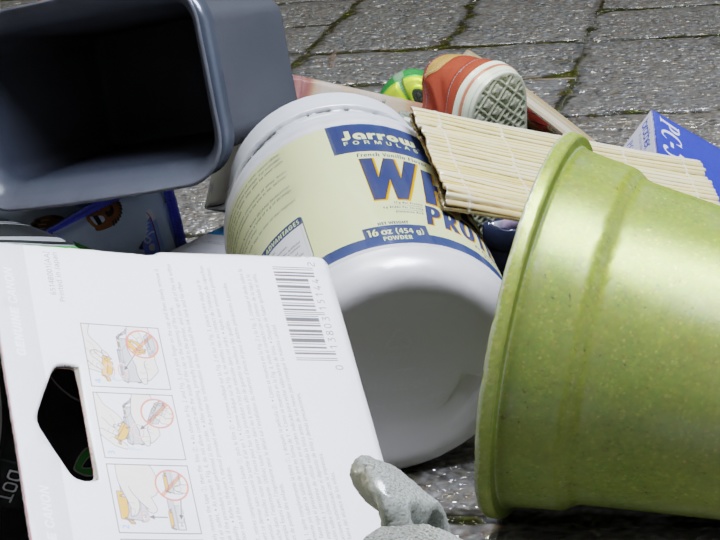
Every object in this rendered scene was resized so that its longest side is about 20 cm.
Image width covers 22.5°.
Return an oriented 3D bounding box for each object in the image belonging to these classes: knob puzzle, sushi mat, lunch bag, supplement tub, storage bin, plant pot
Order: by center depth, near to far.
[{"bbox_3d":[0.172,0.045,0.892,0.184,0.201,0.200,12,23,16],"label":"plant pot"},{"bbox_3d":[0.000,0.000,1.036,0.145,0.145,0.200,-9,37,-9],"label":"supplement tub"},{"bbox_3d":[0.127,-0.050,1.040,0.200,0.012,0.096,9,35,-22],"label":"sushi mat"},{"bbox_3d":[-0.145,-0.127,1.163,0.200,0.146,0.134,-6,9,30],"label":"storage bin"},{"bbox_3d":[-0.241,-0.005,1.243,0.200,0.124,0.170,-29,27,-26],"label":"lunch bag"},{"bbox_3d":[0.142,-0.085,1.308,0.030,0.220,0.220,-50,24,2],"label":"knob puzzle"}]

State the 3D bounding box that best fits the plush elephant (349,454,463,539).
[{"bbox_3d":[0.006,0.158,0.619,0.200,0.155,0.165,-14,20,-23],"label":"plush elephant"}]

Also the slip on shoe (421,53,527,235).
[{"bbox_3d":[0.065,-0.050,1.155,0.074,0.200,0.061,-26,43,-31],"label":"slip on shoe"}]

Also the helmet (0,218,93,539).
[{"bbox_3d":[-0.193,0.064,0.914,0.200,0.200,0.191,2,-1,23],"label":"helmet"}]

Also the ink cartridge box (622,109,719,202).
[{"bbox_3d":[0.210,-0.016,1.108,0.094,0.044,0.200,28,31,-13],"label":"ink cartridge box"}]

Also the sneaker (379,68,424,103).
[{"bbox_3d":[0.056,-0.116,1.412,0.074,0.084,0.200,-15,-20,15],"label":"sneaker"}]

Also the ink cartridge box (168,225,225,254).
[{"bbox_3d":[-0.090,0.029,1.169,0.116,0.067,0.200,7,22,33],"label":"ink cartridge box"}]

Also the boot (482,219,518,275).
[{"bbox_3d":[0.172,-0.006,1.159,0.200,0.090,0.073,-14,20,-23],"label":"boot"}]

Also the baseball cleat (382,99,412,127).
[{"bbox_3d":[0.085,-0.037,1.218,0.200,0.107,0.070,20,14,-3],"label":"baseball cleat"}]

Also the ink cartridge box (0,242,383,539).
[{"bbox_3d":[-0.078,0.080,0.821,0.176,0.045,0.200,3,51,-26],"label":"ink cartridge box"}]

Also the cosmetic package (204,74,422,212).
[{"bbox_3d":[0.001,-0.073,1.276,0.200,0.103,0.087,9,-2,-14],"label":"cosmetic package"}]
